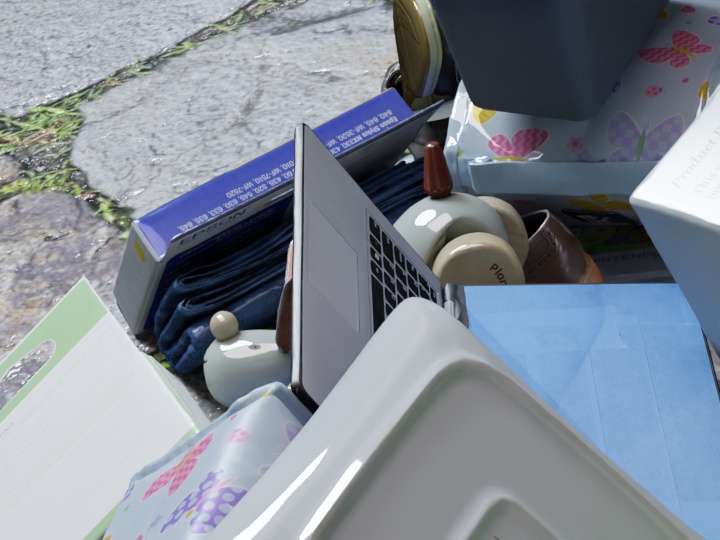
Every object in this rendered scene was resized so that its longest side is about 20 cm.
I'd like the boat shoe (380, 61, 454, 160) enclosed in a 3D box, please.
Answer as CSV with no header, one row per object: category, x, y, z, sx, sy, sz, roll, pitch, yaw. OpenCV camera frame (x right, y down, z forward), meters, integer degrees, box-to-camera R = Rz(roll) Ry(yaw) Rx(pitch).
boat shoe,0.051,-0.125,1.324,0.066,0.057,0.200,-16,31,0

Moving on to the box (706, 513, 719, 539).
box,0.154,0.152,0.815,0.082,0.069,0.200,2,35,26

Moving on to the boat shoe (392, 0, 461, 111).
boat shoe,0.056,-0.148,1.173,0.064,0.074,0.200,-11,1,0

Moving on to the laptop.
laptop,0.070,0.028,0.820,0.115,0.200,0.188,-29,34,20

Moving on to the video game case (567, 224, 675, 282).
video game case,0.196,-0.047,1.163,0.180,0.022,0.201,-7,32,16

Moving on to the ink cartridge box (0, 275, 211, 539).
ink cartridge box,-0.160,0.106,1.010,0.146,0.048,0.200,-46,34,0

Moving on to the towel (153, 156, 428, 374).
towel,-0.039,-0.006,1.143,0.199,0.049,0.112,-31,-5,-21

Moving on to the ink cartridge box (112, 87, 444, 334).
ink cartridge box,-0.060,-0.046,1.152,0.197,0.047,0.200,-28,-11,-21

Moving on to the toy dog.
toy dog,0.000,0.000,0.980,0.199,0.097,0.132,-28,14,-11

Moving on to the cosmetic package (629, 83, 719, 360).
cosmetic package,0.267,-0.014,0.811,0.168,0.167,0.199,-48,38,-14

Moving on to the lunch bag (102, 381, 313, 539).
lunch bag,-0.025,0.180,0.741,0.127,0.200,0.170,-37,17,29

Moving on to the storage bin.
storage bin,0.106,-0.186,1.018,0.145,0.135,0.200,10,47,31

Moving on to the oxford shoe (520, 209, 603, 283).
oxford shoe,0.043,0.003,1.088,0.199,0.073,0.072,-14,39,26

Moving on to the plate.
plate,0.054,0.122,0.686,0.200,0.199,0.032,-48,0,-43

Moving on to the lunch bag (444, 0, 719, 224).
lunch bag,0.157,-0.091,1.103,0.168,0.128,0.200,0,27,23
